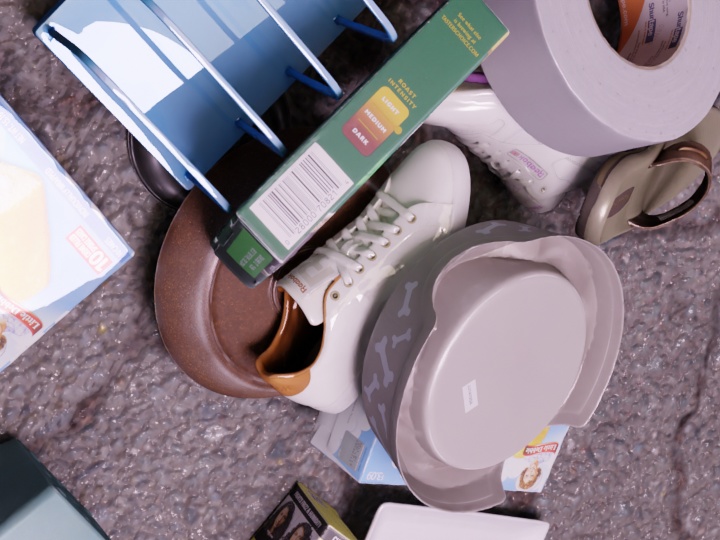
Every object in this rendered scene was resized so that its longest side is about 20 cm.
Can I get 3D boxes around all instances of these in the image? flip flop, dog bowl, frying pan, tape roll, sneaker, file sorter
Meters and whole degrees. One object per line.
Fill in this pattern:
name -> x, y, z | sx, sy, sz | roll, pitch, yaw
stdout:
flip flop -> 0.226, -0.066, 1.008 | 0.199, 0.057, 0.082 | -30, 136, -48
dog bowl -> 0.085, 0.059, 0.901 | 0.198, 0.058, 0.203 | -20, 125, -31
frying pan -> -0.073, -0.118, 0.895 | 0.115, 0.031, 0.191 | 37, 93, -33
tape roll -> 0.164, -0.182, 0.917 | 0.198, 0.066, 0.204 | 4, 84, -37
sneaker -> 0.113, -0.091, 0.966 | 0.197, 0.075, 0.101 | 5, 106, -28
sneaker -> 0.000, 0.000, 0.890 | 0.084, 0.073, 0.202 | 22, 100, -44
file sorter -> -0.066, -0.154, 0.798 | 0.200, 0.123, 0.139 | -46, 117, -3

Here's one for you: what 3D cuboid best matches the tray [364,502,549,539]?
tray -> 0.062, 0.235, 1.080 | 0.198, 0.022, 0.109 | 15, 101, -41

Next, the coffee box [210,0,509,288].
coffee box -> -0.003, -0.079, 0.826 | 0.044, 0.123, 0.200 | 44, 74, -4

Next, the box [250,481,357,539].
box -> -0.083, 0.259, 1.007 | 0.050, 0.075, 0.201 | 39, 90, -30

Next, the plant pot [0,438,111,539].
plant pot -> -0.257, 0.219, 0.874 | 0.200, 0.141, 0.142 | -44, 122, -13

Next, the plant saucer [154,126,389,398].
plant saucer -> -0.045, 0.004, 0.932 | 0.198, 0.034, 0.203 | -17, 123, -29

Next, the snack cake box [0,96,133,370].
snack cake box -> -0.243, -0.051, 0.803 | 0.115, 0.067, 0.201 | -42, 121, -7

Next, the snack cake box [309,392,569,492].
snack cake box -> 0.070, 0.095, 0.999 | 0.198, 0.067, 0.117 | 10, 104, -42
